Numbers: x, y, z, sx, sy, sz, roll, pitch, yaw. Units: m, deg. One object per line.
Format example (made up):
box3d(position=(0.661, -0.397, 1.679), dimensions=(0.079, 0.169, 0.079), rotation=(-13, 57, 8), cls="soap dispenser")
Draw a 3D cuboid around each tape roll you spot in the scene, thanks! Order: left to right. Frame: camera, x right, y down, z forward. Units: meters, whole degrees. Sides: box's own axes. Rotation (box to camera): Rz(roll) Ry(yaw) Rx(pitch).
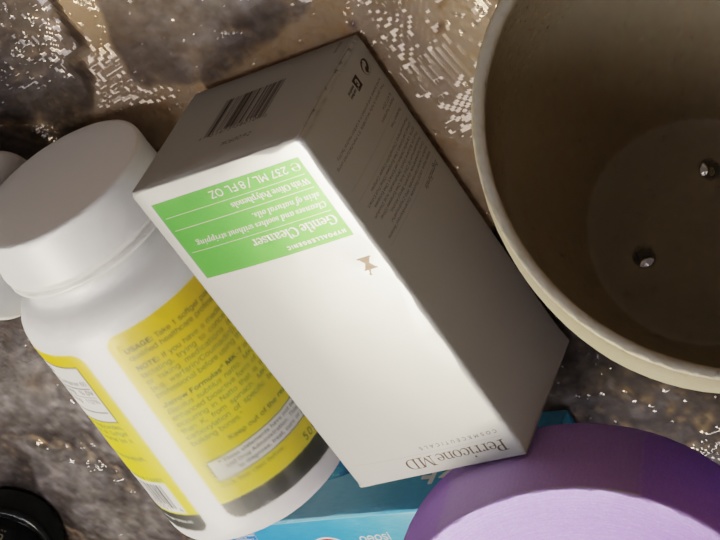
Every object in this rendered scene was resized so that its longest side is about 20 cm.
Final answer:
box3d(position=(0.111, 0.177, 0.987), dimensions=(0.199, 0.066, 0.201), rotation=(4, 115, 9), cls="tape roll")

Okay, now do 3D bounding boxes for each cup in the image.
box3d(position=(0.142, -0.035, 0.798), dimensions=(0.199, 0.201, 0.143), rotation=(20, 164, 9), cls="cup")

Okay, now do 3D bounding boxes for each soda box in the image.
box3d(position=(0.028, 0.128, 1.091), dimensions=(0.199, 0.068, 0.064), rotation=(-9, 125, 34), cls="soda box")

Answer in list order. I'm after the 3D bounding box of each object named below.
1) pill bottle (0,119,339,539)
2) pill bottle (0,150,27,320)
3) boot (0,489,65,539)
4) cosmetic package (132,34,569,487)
box3d(position=(-0.098, 0.031, 1.027), dimensions=(0.114, 0.114, 0.200), rotation=(-10, 127, 35), cls="pill bottle")
box3d(position=(-0.263, -0.015, 1.069), dimensions=(0.199, 0.113, 0.113), rotation=(-1, 131, 29), cls="pill bottle")
box3d(position=(-0.231, 0.261, 1.289), dimensions=(0.076, 0.168, 0.201), rotation=(8, 136, 21), cls="boot")
box3d(position=(0.000, 0.000, 0.966), dimensions=(0.107, 0.085, 0.200), rotation=(-17, 121, 36), cls="cosmetic package")
